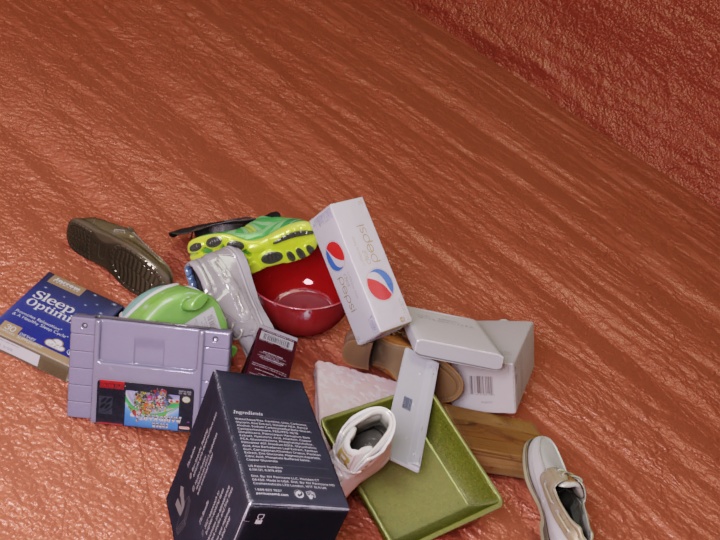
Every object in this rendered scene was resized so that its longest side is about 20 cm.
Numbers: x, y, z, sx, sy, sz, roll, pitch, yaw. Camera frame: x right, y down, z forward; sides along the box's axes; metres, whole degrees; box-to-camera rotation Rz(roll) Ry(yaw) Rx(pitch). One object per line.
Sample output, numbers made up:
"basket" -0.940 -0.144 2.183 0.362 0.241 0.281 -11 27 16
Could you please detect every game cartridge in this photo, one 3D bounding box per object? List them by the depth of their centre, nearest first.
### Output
"game cartridge" -0.257 0.127 1.178 0.196 0.133 0.038 5 4 1

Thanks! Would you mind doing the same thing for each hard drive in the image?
"hard drive" 0.133 0.100 1.469 0.129 0.027 0.200 11 11 -6

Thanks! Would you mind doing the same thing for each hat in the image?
"hat" -0.214 -0.043 1.582 0.196 0.083 0.201 -11 3 1

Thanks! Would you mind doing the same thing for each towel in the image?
"towel" 0.024 0.218 1.394 0.196 0.033 0.192 17 28 -15

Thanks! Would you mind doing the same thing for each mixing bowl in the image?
"mixing bowl" -0.090 0.029 1.519 0.196 0.110 0.202 3 41 -3

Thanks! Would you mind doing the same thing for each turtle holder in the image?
"turtle holder" -0.267 0.103 1.276 0.131 0.187 0.141 16 -20 47

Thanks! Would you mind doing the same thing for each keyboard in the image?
"keyboard" 0.070 0.186 1.321 0.055 0.011 0.202 21 41 -4

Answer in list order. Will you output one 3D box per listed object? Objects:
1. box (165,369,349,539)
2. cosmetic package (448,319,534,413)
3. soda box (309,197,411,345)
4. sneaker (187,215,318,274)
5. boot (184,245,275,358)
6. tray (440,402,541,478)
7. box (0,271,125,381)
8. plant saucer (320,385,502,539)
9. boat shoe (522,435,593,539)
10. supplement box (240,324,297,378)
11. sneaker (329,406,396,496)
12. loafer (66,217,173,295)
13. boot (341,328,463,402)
"box" -0.119 0.251 1.045 0.115 0.199 0.201 9 31 -27
"cosmetic package" 0.214 0.149 1.550 0.105 0.087 0.200 0 15 20
"soda box" 0.000 0.000 1.422 0.067 0.063 0.203 -16 80 -39
"sneaker" -0.162 -0.037 1.465 0.196 0.076 0.084 -9 18 -8
"boot" -0.187 0.071 1.375 0.095 0.073 0.203 -20 86 -41
"tray" 0.202 0.255 1.433 0.197 0.037 0.099 16 28 -34
"box" -0.405 0.065 1.319 0.119 0.033 0.201 24 27 0
"plant saucer" 0.061 0.266 1.278 0.197 0.048 0.201 -11 56 -38
"boat shoe" 0.281 0.312 1.350 0.074 0.069 0.202 20 40 -27
"supplement box" -0.136 0.173 1.261 0.060 0.110 0.201 21 29 -7
"sneaker" -0.036 0.238 1.147 0.073 0.116 0.199 40 63 18
"loafer" -0.356 -0.029 1.471 0.198 0.077 0.067 33 35 15
"boot" 0.072 0.128 1.497 0.197 0.075 0.155 23 14 6
